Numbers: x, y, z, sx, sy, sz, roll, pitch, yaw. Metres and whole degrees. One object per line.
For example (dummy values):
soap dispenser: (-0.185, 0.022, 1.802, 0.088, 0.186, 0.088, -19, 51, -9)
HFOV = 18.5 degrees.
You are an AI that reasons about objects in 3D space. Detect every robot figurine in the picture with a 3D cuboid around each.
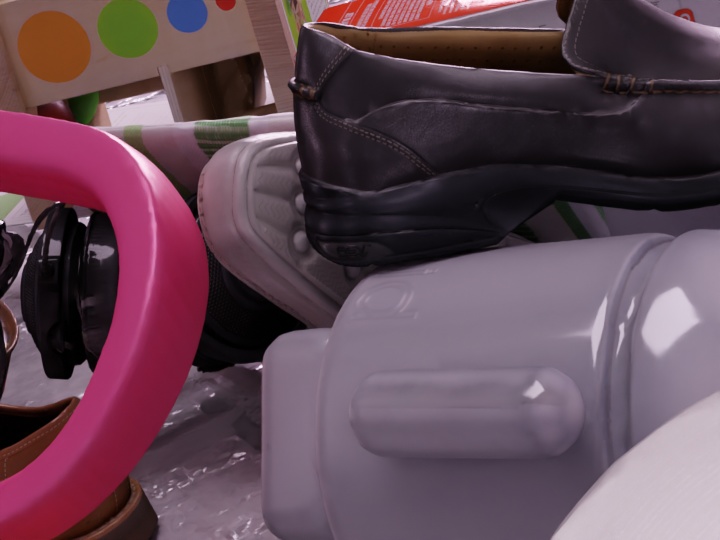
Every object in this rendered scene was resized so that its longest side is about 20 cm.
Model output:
robot figurine: (0.065, 0.048, 0.661, 0.199, 0.114, 0.169, -5, -5, 30)

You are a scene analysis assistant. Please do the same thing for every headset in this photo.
headset: (-0.080, 0.019, 0.830, 0.123, 0.095, 0.200, -7, -16, 30)

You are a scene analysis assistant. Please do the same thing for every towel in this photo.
towel: (-0.007, -0.030, 0.847, 0.198, 0.153, 0.024, -3, 68, 22)

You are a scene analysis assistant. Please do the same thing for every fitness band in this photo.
fitness band: (-0.135, 0.015, 0.708, 0.199, 0.037, 0.145, 11, 69, 39)

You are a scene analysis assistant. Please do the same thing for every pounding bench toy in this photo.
pounding bench toy: (-0.097, -0.125, 1.058, 0.155, 0.125, 0.200, -12, 22, 11)

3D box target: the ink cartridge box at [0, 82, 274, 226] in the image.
ink cartridge box: (-0.099, -0.042, 1.090, 0.198, 0.048, 0.146, -10, 24, 22)

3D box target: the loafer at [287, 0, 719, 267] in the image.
loafer: (0.075, -0.057, 0.675, 0.198, 0.073, 0.073, -13, 17, -2)

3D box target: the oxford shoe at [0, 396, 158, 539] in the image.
oxford shoe: (-0.176, 0.081, 0.835, 0.198, 0.072, 0.071, -12, 24, 21)

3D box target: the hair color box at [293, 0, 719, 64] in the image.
hair color box: (0.084, -0.074, 0.902, 0.198, 0.102, 0.061, -10, 23, 18)

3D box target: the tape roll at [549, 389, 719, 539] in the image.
tape roll: (0.130, 0.101, 0.500, 0.201, 0.037, 0.204, -10, 44, 9)

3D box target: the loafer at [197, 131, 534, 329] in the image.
loafer: (0.000, 0.000, 0.782, 0.069, 0.071, 0.200, -6, -19, 32)

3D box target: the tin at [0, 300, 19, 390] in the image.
tin: (-0.237, 0.024, 0.881, 0.198, 0.042, 0.112, 9, 18, -15)

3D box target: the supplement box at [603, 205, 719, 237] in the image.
supplement box: (0.195, -0.032, 0.765, 0.199, 0.104, 0.101, -26, 22, -21)
